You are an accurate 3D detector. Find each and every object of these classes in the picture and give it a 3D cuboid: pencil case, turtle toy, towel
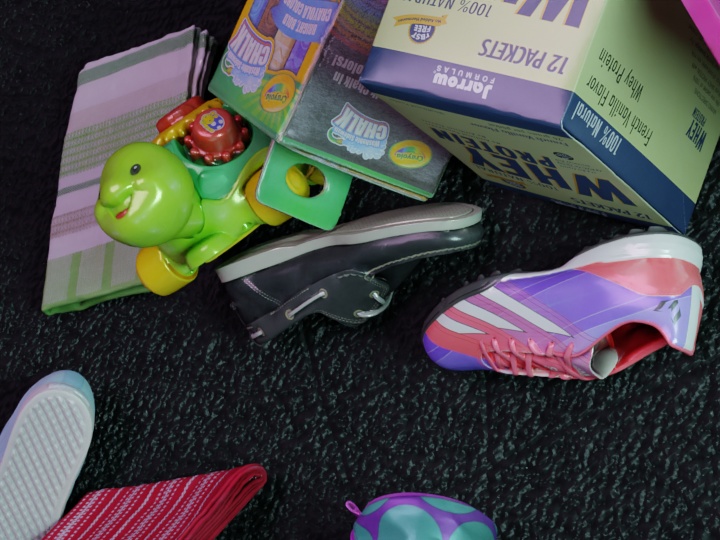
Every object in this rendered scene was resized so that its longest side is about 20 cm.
[{"bbox_3d":[0.026,0.233,1.571,0.092,0.085,0.201,2,67,16],"label":"pencil case"},{"bbox_3d":[-0.104,-0.059,1.808,0.146,0.101,0.200,-31,6,31],"label":"turtle toy"},{"bbox_3d":[-0.162,0.181,1.786,0.200,0.023,0.145,-13,26,48],"label":"towel"},{"bbox_3d":[-0.169,-0.071,1.998,0.149,0.031,0.201,-14,62,45],"label":"towel"}]

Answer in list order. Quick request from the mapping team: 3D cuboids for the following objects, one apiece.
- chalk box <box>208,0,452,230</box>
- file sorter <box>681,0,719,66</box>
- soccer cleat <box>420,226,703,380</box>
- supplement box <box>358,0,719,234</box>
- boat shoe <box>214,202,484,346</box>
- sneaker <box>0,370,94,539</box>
[{"bbox_3d":[-0.005,-0.128,1.727,0.201,0.124,0.124,-64,31,9],"label":"chalk box"},{"bbox_3d":[0.266,-0.144,1.437,0.125,0.200,0.139,-42,44,18],"label":"file sorter"},{"bbox_3d":[0.115,0.036,1.603,0.200,0.068,0.073,-20,60,37],"label":"soccer cleat"},{"bbox_3d":[0.128,-0.154,1.565,0.134,0.200,0.201,15,81,31],"label":"supplement box"},{"bbox_3d":[0.000,0.000,1.759,0.199,0.072,0.068,-16,96,33],"label":"boat shoe"},{"bbox_3d":[-0.237,0.159,1.923,0.200,0.074,0.082,-58,6,16],"label":"sneaker"}]
